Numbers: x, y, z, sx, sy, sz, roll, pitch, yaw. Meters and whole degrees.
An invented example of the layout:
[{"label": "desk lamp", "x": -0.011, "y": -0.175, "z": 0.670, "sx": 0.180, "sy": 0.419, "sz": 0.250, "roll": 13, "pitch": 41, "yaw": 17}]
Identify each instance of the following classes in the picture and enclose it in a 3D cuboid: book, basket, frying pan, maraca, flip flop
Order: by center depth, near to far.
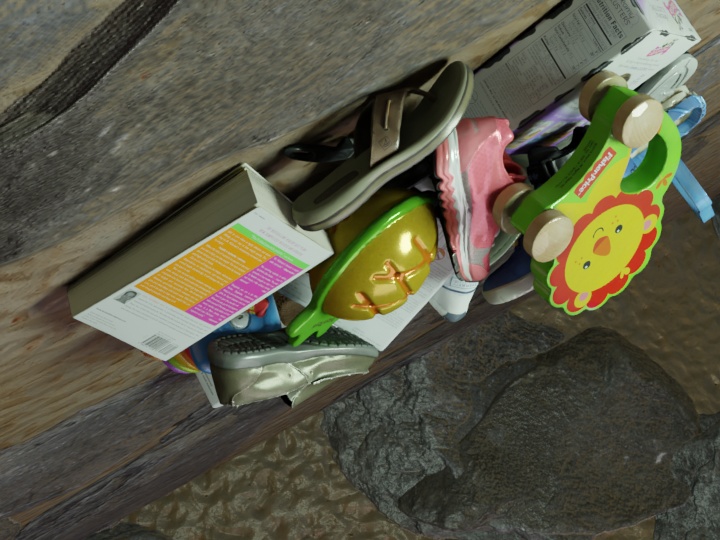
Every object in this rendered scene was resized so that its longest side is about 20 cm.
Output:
[{"label": "flip flop", "x": 0.015, "y": -0.113, "z": 0.969, "sx": 0.200, "sy": 0.058, "sz": 0.081, "roll": -39, "pitch": -160, "yaw": -2}, {"label": "book", "x": -0.138, "y": 0.004, "z": 1.011, "sx": 0.199, "sy": 0.048, "sz": 0.134, "roll": -32, "pitch": 146, "yaw": 15}, {"label": "frying pan", "x": 0.000, "y": -0.100, "z": 1.058, "sx": 0.189, "sy": 0.031, "sz": 0.115, "roll": -11, "pitch": 152, "yaw": -25}, {"label": "maraca", "x": 0.000, "y": 0.000, "z": 1.095, "sx": 0.200, "sy": 0.107, "sz": 0.137, "roll": -50, "pitch": 161, "yaw": 27}, {"label": "basket", "x": 0.345, "y": -0.146, "z": 1.336, "sx": 0.139, "sy": 0.200, "sz": 0.176, "roll": -40, "pitch": 165, "yaw": 10}]

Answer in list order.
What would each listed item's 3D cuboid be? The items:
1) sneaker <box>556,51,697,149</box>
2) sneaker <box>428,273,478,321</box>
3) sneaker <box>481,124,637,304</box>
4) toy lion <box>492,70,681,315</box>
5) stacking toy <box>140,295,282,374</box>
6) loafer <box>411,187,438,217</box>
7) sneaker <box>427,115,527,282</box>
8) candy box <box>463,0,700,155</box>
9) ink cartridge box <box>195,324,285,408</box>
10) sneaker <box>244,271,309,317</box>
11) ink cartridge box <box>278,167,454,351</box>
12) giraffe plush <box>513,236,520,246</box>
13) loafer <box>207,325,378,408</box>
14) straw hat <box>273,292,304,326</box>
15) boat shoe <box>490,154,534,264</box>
[{"label": "sneaker", "x": 0.266, "y": -0.191, "z": 1.226, "sx": 0.076, "sy": 0.081, "sz": 0.200, "roll": -12, "pitch": 157, "yaw": -49}, {"label": "sneaker", "x": 0.073, "y": -0.012, "z": 1.312, "sx": 0.072, "sy": 0.200, "sz": 0.071, "roll": 7, "pitch": 115, "yaw": -20}, {"label": "sneaker", "x": 0.180, "y": -0.063, "z": 1.137, "sx": 0.199, "sy": 0.111, "sz": 0.077, "roll": -38, "pitch": -172, "yaw": 2}, {"label": "toy lion", "x": 0.226, "y": -0.057, "z": 1.062, "sx": 0.191, "sy": 0.069, "sz": 0.200, "roll": 28, "pitch": 102, "yaw": -46}, {"label": "stacking toy", "x": -0.184, "y": 0.071, "z": 1.244, "sx": 0.116, "sy": 0.111, "sz": 0.199, "roll": -11, "pitch": 173, "yaw": -41}, {"label": "loafer", "x": 0.087, "y": -0.086, "z": 1.268, "sx": 0.199, "sy": 0.073, "sz": 0.073, "roll": -25, "pitch": 168, "yaw": -29}, {"label": "sneaker", "x": 0.115, "y": -0.062, "z": 1.064, "sx": 0.086, "sy": 0.074, "sz": 0.201, "roll": -13, "pitch": 138, "yaw": 2}, {"label": "candy box", "x": 0.205, "y": -0.193, "z": 1.097, "sx": 0.200, "sy": 0.072, "sz": 0.167, "roll": -36, "pitch": 168, "yaw": 29}, {"label": "ink cartridge box", "x": -0.107, "y": 0.090, "z": 1.524, "sx": 0.199, "sy": 0.085, "sz": 0.144, "roll": -34, "pitch": 170, "yaw": 23}, {"label": "sneaker", "x": -0.125, "y": 0.013, "z": 1.109, "sx": 0.199, "sy": 0.085, "sz": 0.077, "roll": -28, "pitch": 168, "yaw": -14}, {"label": "ink cartridge box", "x": 0.017, "y": -0.028, "z": 1.195, "sx": 0.200, "sy": 0.162, "sz": 0.050, "roll": -50, "pitch": -156, "yaw": 22}, {"label": "giraffe plush", "x": 0.214, "y": -0.095, "z": 1.454, "sx": 0.201, "sy": 0.172, "sz": 0.162, "roll": -63, "pitch": -166, "yaw": -22}, {"label": "loafer", "x": -0.070, "y": 0.099, "z": 1.166, "sx": 0.199, "sy": 0.070, "sz": 0.075, "roll": -2, "pitch": -162, "yaw": -36}, {"label": "straw hat", "x": -0.061, "y": 0.016, "z": 1.300, "sx": 0.200, "sy": 0.085, "sz": 0.201, "roll": -30, "pitch": 170, "yaw": -6}, {"label": "boat shoe", "x": 0.156, "y": -0.091, "z": 1.242, "sx": 0.061, "sy": 0.071, "sz": 0.202, "roll": 119, "pitch": -3, "yaw": -85}]
